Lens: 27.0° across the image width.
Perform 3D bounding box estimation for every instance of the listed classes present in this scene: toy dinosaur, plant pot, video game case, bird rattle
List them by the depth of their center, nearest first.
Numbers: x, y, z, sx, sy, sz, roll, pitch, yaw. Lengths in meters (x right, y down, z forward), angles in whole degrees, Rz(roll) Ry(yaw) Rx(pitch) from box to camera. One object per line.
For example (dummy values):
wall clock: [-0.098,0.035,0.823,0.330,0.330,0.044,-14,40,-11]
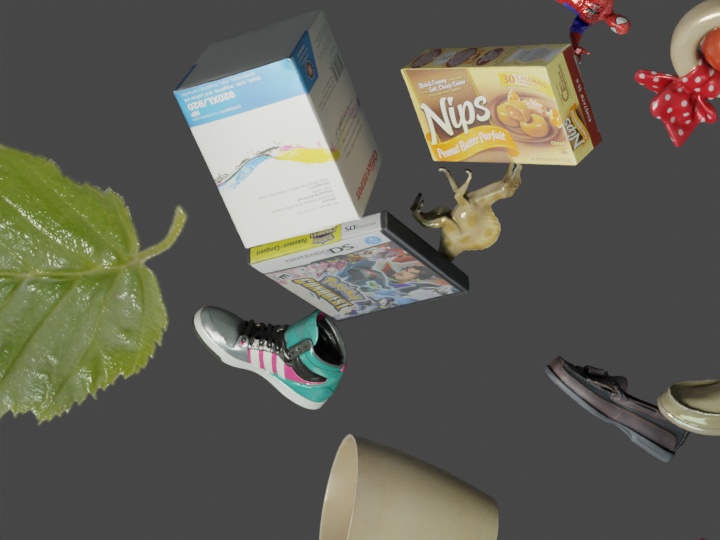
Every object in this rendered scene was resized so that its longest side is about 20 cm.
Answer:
bird rattle: [0.377,-0.217,1.525,0.200,0.113,0.163,3,141,22]
toy dinosaur: [0.107,-0.052,1.717,0.101,0.058,0.200,30,122,-7]
video game case: [0.000,0.000,1.717,0.180,0.026,0.200,-14,152,27]
plant pot: [0.066,0.317,1.892,0.200,0.187,0.188,12,123,-11]

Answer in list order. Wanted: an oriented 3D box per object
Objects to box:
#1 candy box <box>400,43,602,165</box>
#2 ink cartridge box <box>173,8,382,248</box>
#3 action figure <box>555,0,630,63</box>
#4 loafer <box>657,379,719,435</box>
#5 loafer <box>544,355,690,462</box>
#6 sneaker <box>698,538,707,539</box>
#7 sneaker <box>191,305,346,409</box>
candy box: [0.146,-0.175,1.584,0.200,0.055,0.116,7,127,45]
ink cartridge box: [-0.084,-0.154,1.646,0.144,0.147,0.200,-14,116,20]
action figure: [0.191,-0.288,1.536,0.200,0.099,0.065,29,123,-8]
loafer: [0.448,0.149,1.754,0.200,0.076,0.068,4,120,0]
loafer: [0.311,0.152,1.796,0.200,0.072,0.063,35,102,-16]
sneaker: [0.364,0.391,1.921,0.200,0.081,0.075,-13,88,19]
sneaker: [-0.096,0.082,1.826,0.200,0.084,0.121,32,127,-16]
